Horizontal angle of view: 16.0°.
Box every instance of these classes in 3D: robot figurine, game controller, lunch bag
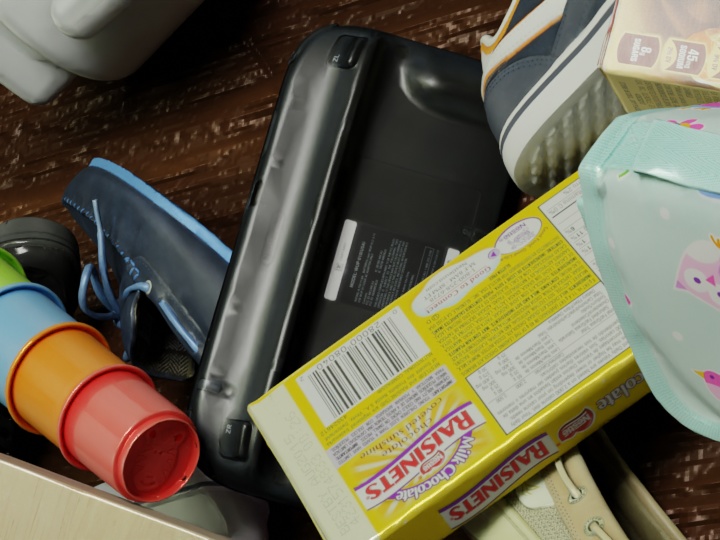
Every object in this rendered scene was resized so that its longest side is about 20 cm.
[{"bbox_3d":[-0.110,-0.169,1.188,0.200,0.113,0.170,-43,29,21],"label":"robot figurine"},{"bbox_3d":[0.000,0.000,1.039,0.042,0.104,0.200,141,146,-76],"label":"game controller"},{"bbox_3d":[0.181,0.012,0.777,0.170,0.200,0.122,15,83,45],"label":"lunch bag"}]

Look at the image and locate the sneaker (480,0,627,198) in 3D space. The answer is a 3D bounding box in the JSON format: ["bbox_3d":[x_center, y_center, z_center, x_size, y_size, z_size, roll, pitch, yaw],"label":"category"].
[{"bbox_3d":[0.119,-0.120,0.983,0.200,0.078,0.080,-41,49,23],"label":"sneaker"}]

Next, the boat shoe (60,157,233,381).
[{"bbox_3d":[-0.081,0.014,1.112,0.069,0.084,0.200,-50,42,-2],"label":"boat shoe"}]

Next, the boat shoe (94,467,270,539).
[{"bbox_3d":[-0.122,0.140,1.106,0.200,0.074,0.065,-30,49,33],"label":"boat shoe"}]

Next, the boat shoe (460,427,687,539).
[{"bbox_3d":[0.106,0.108,0.904,0.063,0.073,0.201,-57,34,5],"label":"boat shoe"}]

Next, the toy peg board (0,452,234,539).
[{"bbox_3d":[-0.156,0.172,1.048,0.199,0.098,0.200,18,92,15],"label":"toy peg board"}]

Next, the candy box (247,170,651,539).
[{"bbox_3d":[0.059,0.028,0.957,0.200,0.026,0.102,-35,42,0],"label":"candy box"}]

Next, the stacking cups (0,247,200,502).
[{"bbox_3d":[-0.136,0.041,1.064,0.200,0.060,0.061,37,99,45],"label":"stacking cups"}]

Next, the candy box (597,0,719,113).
[{"bbox_3d":[0.192,-0.098,0.863,0.200,0.055,0.116,11,80,20],"label":"candy box"}]

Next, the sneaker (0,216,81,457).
[{"bbox_3d":[-0.180,0.076,1.190,0.200,0.060,0.104,-52,33,35],"label":"sneaker"}]
